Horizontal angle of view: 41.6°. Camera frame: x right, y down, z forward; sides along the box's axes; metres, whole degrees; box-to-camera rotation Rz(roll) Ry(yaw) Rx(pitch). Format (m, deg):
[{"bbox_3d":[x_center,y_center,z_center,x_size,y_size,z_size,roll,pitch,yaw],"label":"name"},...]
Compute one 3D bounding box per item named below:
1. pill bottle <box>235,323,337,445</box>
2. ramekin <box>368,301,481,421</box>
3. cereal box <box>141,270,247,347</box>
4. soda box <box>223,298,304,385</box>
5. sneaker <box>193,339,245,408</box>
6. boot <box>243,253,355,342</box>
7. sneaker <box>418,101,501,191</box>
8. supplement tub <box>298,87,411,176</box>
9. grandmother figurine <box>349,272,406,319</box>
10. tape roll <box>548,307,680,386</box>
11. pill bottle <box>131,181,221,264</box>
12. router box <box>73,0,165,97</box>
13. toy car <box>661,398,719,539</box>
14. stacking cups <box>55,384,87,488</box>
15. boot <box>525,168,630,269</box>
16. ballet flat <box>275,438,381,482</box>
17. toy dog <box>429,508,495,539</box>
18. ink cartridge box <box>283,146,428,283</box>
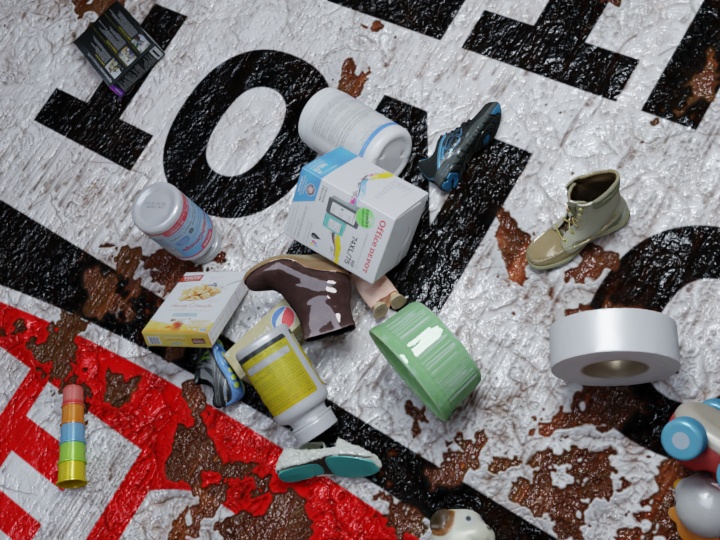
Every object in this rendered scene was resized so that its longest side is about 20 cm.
[{"bbox_3d":[-0.127,0.205,1.695,0.111,0.111,0.200,-33,87,6],"label":"pill bottle"},{"bbox_3d":[0.114,0.148,1.609,0.098,0.200,0.200,-39,60,-7],"label":"ramekin"},{"bbox_3d":[-0.314,0.072,1.836,0.143,0.040,0.200,-1,35,20],"label":"cereal box"},{"bbox_3d":[-0.159,0.125,1.797,0.200,0.064,0.068,-42,60,0],"label":"soda box"},{"bbox_3d":[-0.295,0.178,1.824,0.083,0.071,0.200,-34,62,2],"label":"sneaker"},{"bbox_3d":[-0.112,0.052,1.726,0.199,0.072,0.167,-11,57,3],"label":"boot"},{"bbox_3d":[0.190,-0.250,1.810,0.082,0.073,0.200,37,84,31],"label":"sneaker"},{"bbox_3d":[-0.010,-0.260,1.859,0.200,0.132,0.132,37,85,29],"label":"supplement tub"},{"bbox_3d":[0.000,0.000,1.793,0.121,0.061,0.200,-21,56,-19],"label":"grandmother figurine"},{"bbox_3d":[0.399,0.125,1.501,0.201,0.202,0.071,-7,67,19],"label":"tape roll"},{"bbox_3d":[-0.357,-0.086,1.882,0.108,0.200,0.109,-8,66,18],"label":"pill bottle"},{"bbox_3d":[-0.569,-0.523,2.231,0.149,0.051,0.200,-43,60,3],"label":"router box"},{"bbox_3d":[0.515,0.319,1.420,0.177,0.184,0.201,34,112,29],"label":"toy car"},{"bbox_3d":[-0.575,0.327,1.880,0.060,0.061,0.201,-18,62,13],"label":"stacking cups"},{"bbox_3d":[0.363,-0.088,1.627,0.199,0.155,0.072,-30,61,7],"label":"boot"},{"bbox_3d":[-0.058,0.328,1.675,0.199,0.072,0.072,-9,66,18],"label":"ballet flat"},{"bbox_3d":[0.154,0.481,1.503,0.194,0.139,0.201,-10,61,58],"label":"toy dog"},{"bbox_3d":[-0.007,-0.104,1.733,0.199,0.146,0.147,29,123,16],"label":"ink cartridge box"}]
